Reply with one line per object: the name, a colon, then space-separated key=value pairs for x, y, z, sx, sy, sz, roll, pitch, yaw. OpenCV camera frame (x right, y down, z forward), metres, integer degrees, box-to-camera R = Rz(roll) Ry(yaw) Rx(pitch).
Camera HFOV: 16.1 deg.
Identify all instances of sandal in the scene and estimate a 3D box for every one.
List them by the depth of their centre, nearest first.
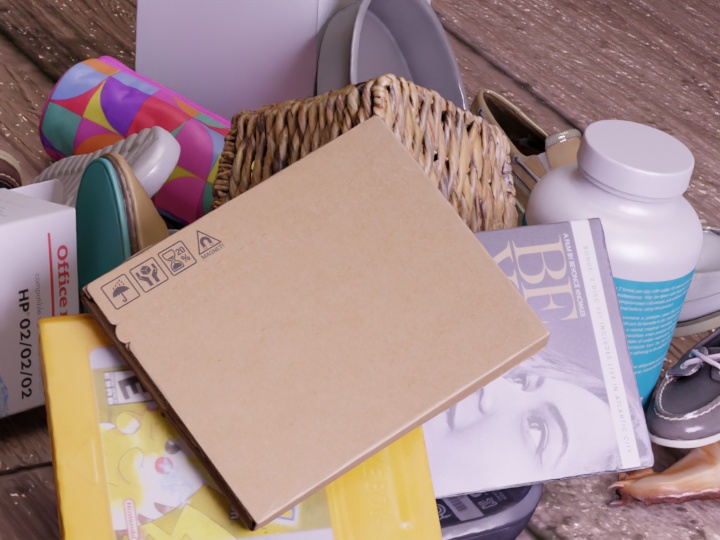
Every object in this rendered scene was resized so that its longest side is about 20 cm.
sandal: x=-0.168 y=-0.034 z=1.574 sx=0.050 sy=0.203 sz=0.083 roll=43 pitch=62 yaw=-20

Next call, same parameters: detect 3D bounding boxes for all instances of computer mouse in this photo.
computer mouse: x=0.008 y=0.144 z=1.426 sx=0.200 sy=0.053 sz=0.139 roll=-13 pitch=39 yaw=-22

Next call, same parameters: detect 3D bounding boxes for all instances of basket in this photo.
basket: x=0.000 y=0.000 z=1.540 sx=0.143 sy=0.200 sz=0.149 roll=23 pitch=-24 yaw=-40

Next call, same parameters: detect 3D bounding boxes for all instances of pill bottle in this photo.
pill bottle: x=0.145 y=0.011 z=1.566 sx=0.111 sy=0.200 sz=0.111 roll=12 pitch=29 yaw=-7

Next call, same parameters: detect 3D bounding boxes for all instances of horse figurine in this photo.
horse figurine: x=0.262 y=0.127 z=1.573 sx=0.200 sy=0.050 sz=0.133 roll=17 pitch=22 yaw=9

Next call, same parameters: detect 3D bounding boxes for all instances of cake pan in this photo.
cake pan: x=0.024 y=-0.100 z=1.739 sx=0.037 sy=0.201 sz=0.200 roll=-9 pitch=19 yaw=24

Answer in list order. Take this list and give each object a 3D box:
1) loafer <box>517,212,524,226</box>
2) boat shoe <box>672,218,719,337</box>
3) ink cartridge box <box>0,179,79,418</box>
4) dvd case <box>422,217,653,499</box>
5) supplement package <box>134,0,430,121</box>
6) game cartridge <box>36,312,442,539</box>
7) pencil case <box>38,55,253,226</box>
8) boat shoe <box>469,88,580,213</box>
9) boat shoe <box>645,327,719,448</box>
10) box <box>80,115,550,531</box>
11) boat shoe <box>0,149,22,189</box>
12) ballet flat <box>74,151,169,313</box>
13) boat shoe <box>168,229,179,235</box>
loafer: x=0.081 y=-0.004 z=1.709 sx=0.200 sy=0.075 sz=0.070 roll=1 pitch=24 yaw=-42
boat shoe: x=0.205 y=0.002 z=1.628 sx=0.200 sy=0.068 sz=0.075 roll=-20 pitch=7 yaw=38
ink cartridge box: x=-0.224 y=0.023 z=1.442 sx=0.068 sy=0.115 sz=0.200 roll=15 pitch=22 yaw=41
dvd case: x=0.056 y=0.052 z=1.426 sx=0.200 sy=0.016 sz=0.149 roll=-7 pitch=75 yaw=-15
supplement package: x=-0.052 y=-0.191 z=1.827 sx=0.147 sy=0.192 sz=0.200 roll=14 pitch=26 yaw=22
game cartridge: x=-0.064 y=0.098 z=1.352 sx=0.200 sy=0.032 sz=0.177 roll=-6 pitch=66 yaw=-9
pencil case: x=-0.119 y=-0.078 z=1.723 sx=0.200 sy=0.089 sz=0.088 roll=25 pitch=30 yaw=19
boat shoe: x=0.142 y=-0.067 z=1.836 sx=0.200 sy=0.076 sz=0.072 roll=35 pitch=34 yaw=32
boat shoe: x=0.238 y=0.052 z=1.599 sx=0.067 sy=0.057 sz=0.200 roll=7 pitch=24 yaw=38
box: x=-0.023 y=0.025 z=1.366 sx=0.200 sy=0.021 sz=0.164 roll=-31 pitch=73 yaw=-21
boat shoe: x=-0.300 y=-0.031 z=1.571 sx=0.200 sy=0.072 sz=0.072 roll=-5 pitch=41 yaw=-26
ballet flat: x=-0.126 y=0.031 z=1.466 sx=0.063 sy=0.069 sz=0.200 roll=7 pitch=72 yaw=-37
boat shoe: x=-0.072 y=0.004 z=1.620 sx=0.202 sy=0.075 sz=0.086 roll=3 pitch=25 yaw=-2
